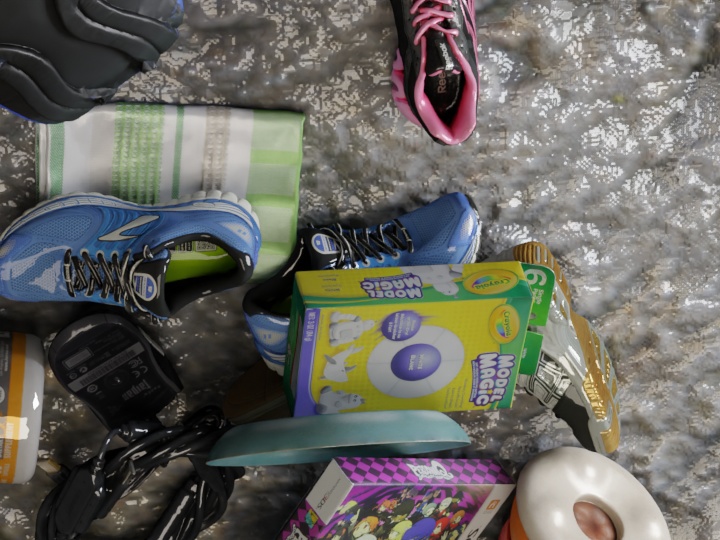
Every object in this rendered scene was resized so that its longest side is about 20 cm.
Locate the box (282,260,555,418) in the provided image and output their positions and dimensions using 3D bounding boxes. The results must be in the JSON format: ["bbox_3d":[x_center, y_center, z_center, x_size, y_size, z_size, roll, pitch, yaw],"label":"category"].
[{"bbox_3d":[0.047,0.053,1.646,0.199,0.048,0.118,-5,131,-14],"label":"box"}]

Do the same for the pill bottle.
[{"bbox_3d":[-0.341,0.098,1.660,0.199,0.116,0.117,4,118,-10],"label":"pill bottle"}]

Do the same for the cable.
[{"bbox_3d":[-0.172,0.180,1.744,0.163,0.051,0.200,-9,143,-36],"label":"cable"}]

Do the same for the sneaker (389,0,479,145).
[{"bbox_3d":[0.054,-0.179,1.578,0.079,0.095,0.201,-11,118,0],"label":"sneaker"}]

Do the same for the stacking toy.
[{"bbox_3d":[0.149,0.254,1.829,0.146,0.146,0.200,23,132,-19],"label":"stacking toy"}]

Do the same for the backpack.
[{"bbox_3d":[-0.219,-0.206,1.489,0.162,0.168,0.200,-33,150,14],"label":"backpack"}]

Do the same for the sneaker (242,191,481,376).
[{"bbox_3d":[0.000,0.000,1.662,0.200,0.079,0.089,-32,134,2],"label":"sneaker"}]

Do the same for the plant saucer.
[{"bbox_3d":[-0.017,0.125,1.655,0.199,0.200,0.028,-4,83,-5],"label":"plant saucer"}]

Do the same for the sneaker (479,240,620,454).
[{"bbox_3d":[0.140,0.067,1.746,0.087,0.076,0.200,-19,116,20],"label":"sneaker"}]

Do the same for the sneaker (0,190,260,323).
[{"bbox_3d":[-0.170,-0.009,1.602,0.199,0.089,0.079,-8,118,-5],"label":"sneaker"}]

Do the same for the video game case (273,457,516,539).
[{"bbox_3d":[0.008,0.225,1.767,0.200,0.036,0.182,7,125,-47],"label":"video game case"}]

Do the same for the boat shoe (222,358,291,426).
[{"bbox_3d":[-0.010,0.081,1.722,0.199,0.074,0.069,-27,118,10],"label":"boat shoe"}]

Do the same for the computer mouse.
[{"bbox_3d":[-0.204,0.101,1.711,0.140,0.046,0.200,-34,138,7],"label":"computer mouse"}]

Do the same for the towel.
[{"bbox_3d":[-0.144,-0.053,1.655,0.199,0.031,0.150,1,119,-8],"label":"towel"}]
